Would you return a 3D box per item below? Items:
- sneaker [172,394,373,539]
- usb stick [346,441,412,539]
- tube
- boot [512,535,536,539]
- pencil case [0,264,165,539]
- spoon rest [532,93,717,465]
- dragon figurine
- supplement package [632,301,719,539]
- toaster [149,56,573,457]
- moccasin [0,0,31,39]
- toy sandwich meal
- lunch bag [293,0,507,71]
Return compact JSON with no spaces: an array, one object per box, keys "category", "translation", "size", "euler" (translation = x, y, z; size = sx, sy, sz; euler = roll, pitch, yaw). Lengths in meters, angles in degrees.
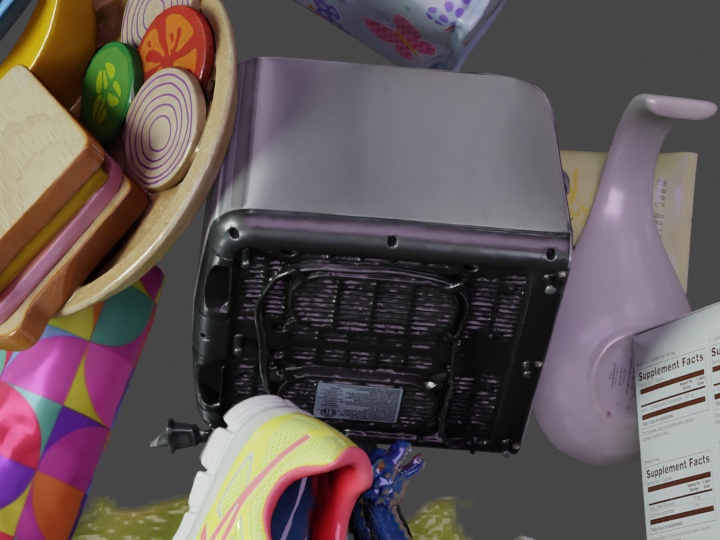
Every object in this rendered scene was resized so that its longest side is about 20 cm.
[{"category":"sneaker","translation":[-0.053,0.157,1.131],"size":[0.078,0.090,0.202],"euler":[26,79,-42]},{"category":"usb stick","translation":[0.012,0.172,1.244],"size":[0.055,0.033,0.201],"euler":[-19,81,-13]},{"category":"tube","translation":[0.083,-0.038,1.290],"size":[0.198,0.058,0.052],"euler":[8,35,-10]},{"category":"boot","translation":[0.114,0.249,1.200],"size":[0.143,0.072,0.201],"euler":[25,63,-12]},{"category":"pencil case","translation":[-0.169,0.072,1.225],"size":[0.088,0.088,0.202],"euler":[17,76,-1]},{"category":"spoon rest","translation":[0.143,0.005,1.265],"size":[0.098,0.061,0.202],"euler":[6,102,-17]},{"category":"dragon figurine","translation":[0.003,0.185,1.192],"size":[0.099,0.059,0.201],"euler":[24,89,3]},{"category":"supplement package","translation":[0.255,0.118,1.192],"size":[0.190,0.147,0.202],"euler":[4,76,-27]},{"category":"toaster","translation":[0.000,0.000,1.196],"size":[0.198,0.182,0.119],"euler":[4,52,-3]},{"category":"moccasin","translation":[-0.168,-0.193,1.206],"size":[0.068,0.080,0.201],"euler":[32,89,-5]},{"category":"toy sandwich meal","translation":[-0.144,-0.064,1.159],"size":[0.070,0.204,0.207],"euler":[31,73,-39]},{"category":"lunch bag","translation":[0.033,-0.230,1.288],"size":[0.169,0.127,0.201],"euler":[33,70,4]}]
